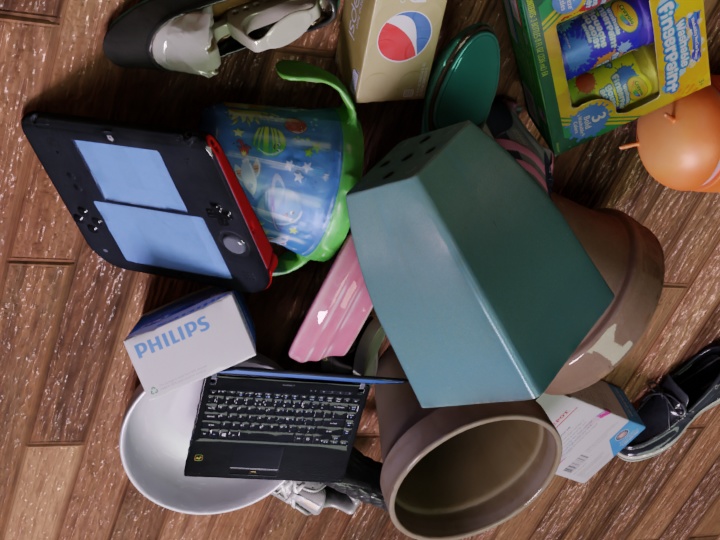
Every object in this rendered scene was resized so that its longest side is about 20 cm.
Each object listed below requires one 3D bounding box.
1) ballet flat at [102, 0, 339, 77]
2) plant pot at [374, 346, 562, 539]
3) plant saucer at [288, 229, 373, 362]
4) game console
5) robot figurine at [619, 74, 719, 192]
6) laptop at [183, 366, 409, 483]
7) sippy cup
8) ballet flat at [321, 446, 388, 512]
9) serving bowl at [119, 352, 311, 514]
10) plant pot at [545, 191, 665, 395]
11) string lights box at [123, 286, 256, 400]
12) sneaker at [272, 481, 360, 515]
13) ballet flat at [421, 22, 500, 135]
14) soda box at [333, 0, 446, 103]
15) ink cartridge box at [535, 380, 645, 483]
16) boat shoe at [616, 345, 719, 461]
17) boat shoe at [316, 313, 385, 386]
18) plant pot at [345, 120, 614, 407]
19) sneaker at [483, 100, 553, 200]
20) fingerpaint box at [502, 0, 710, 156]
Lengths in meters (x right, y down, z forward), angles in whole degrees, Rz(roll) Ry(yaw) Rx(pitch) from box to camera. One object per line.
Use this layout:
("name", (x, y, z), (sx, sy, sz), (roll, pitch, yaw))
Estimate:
("ballet flat", (-0.108, -0.198, 1.051), (0.198, 0.069, 0.068), (-21, 138, -5))
("plant pot", (0.096, 0.162, 1.429), (0.197, 0.175, 0.202), (-14, 137, -13))
("plant saucer", (0.000, 0.000, 1.212), (0.050, 0.201, 0.202), (27, 124, 0))
("game console", (-0.173, -0.056, 1.096), (0.198, 0.031, 0.178), (9, 146, 28))
("robot figurine", (0.359, -0.137, 1.305), (0.197, 0.144, 0.118), (-1, 116, -24))
("laptop", (-0.067, 0.155, 1.292), (0.175, 0.104, 0.202), (6, 119, -19))
("sippy cup", (-0.080, -0.086, 1.141), (0.129, 0.139, 0.181), (11, 85, -21))
("ballet flat", (-0.013, 0.229, 1.458), (0.198, 0.067, 0.057), (29, 134, -17))
("serving bowl", (-0.154, 0.156, 1.369), (0.197, 0.066, 0.203), (-8, 122, -12))
("plant pot", (0.176, -0.003, 1.314), (0.174, 0.201, 0.200), (35, 113, -26))
("string lights box", (-0.151, 0.057, 1.197), (0.102, 0.200, 0.060), (-23, 96, -3))
("sneaker", (-0.080, 0.228, 1.470), (0.198, 0.093, 0.076), (8, 129, -31))
("ballet flat", (0.077, -0.134, 1.173), (0.066, 0.070, 0.202), (-11, 126, -24))
("soda box", (0.032, -0.239, 1.082), (0.067, 0.064, 0.202), (-6, 135, -20))
("ink cartridge box", (0.238, 0.180, 1.595), (0.199, 0.068, 0.115), (23, 119, -41))
("boat shoe", (0.396, 0.164, 1.657), (0.199, 0.075, 0.062), (-37, 132, 4))
("boat shoe", (-0.018, 0.104, 1.404), (0.060, 0.072, 0.202), (26, 145, 9))
("plant pot", (0.086, -0.011, 1.105), (0.141, 0.140, 0.201), (-44, 111, -37))
("sneaker", (0.158, -0.076, 1.210), (0.081, 0.202, 0.070), (-15, 159, -27))
("fingerpaint box", (0.221, -0.223, 1.182), (0.165, 0.074, 0.201), (-24, 138, -2))
